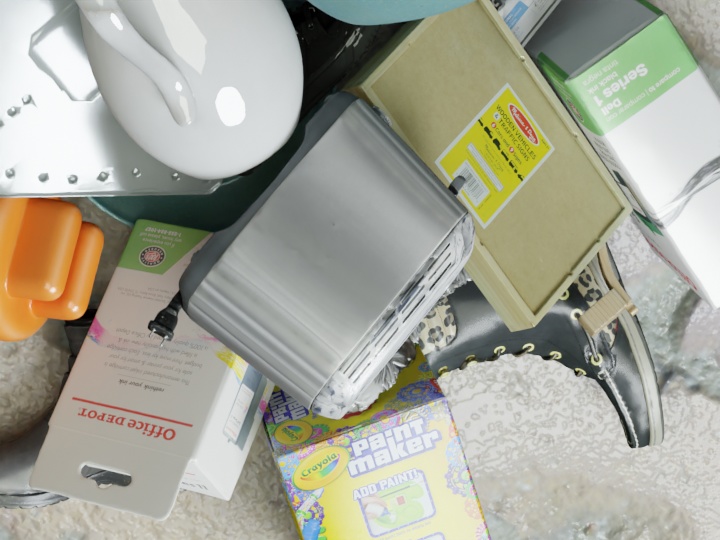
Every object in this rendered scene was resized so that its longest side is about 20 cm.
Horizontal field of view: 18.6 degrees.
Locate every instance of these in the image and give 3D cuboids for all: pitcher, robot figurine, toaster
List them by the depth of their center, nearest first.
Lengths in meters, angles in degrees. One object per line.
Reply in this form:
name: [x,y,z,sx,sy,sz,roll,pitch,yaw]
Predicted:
pitcher: [-0.113,-0.139,1.266,0.120,0.172,0.201,-18,125,16]
toaster: [-0.021,0.000,1.345,0.129,0.114,0.200,39,78,4]
robot figurine: [-0.271,-0.015,1.440,0.198,0.144,0.118,7,112,18]

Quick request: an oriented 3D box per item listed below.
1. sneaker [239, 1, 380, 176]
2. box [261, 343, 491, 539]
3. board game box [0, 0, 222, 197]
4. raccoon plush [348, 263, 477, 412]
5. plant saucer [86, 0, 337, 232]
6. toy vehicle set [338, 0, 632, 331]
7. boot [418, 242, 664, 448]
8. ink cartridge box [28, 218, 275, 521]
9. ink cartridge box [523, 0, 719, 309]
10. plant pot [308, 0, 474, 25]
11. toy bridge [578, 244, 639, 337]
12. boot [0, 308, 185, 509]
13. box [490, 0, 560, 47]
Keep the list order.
sneaker: [-0.077,-0.137,1.438,0.104,0.060,0.200,35,111,-19]
box: [0.010,0.152,1.517,0.121,0.200,0.194,-19,112,-3]
board game box: [-0.172,-0.142,1.356,0.198,0.026,0.201,-2,117,-22]
raccoon plush: [0.000,0.000,1.476,0.097,0.134,0.200,45,67,-14]
plant saucer: [-0.116,-0.122,1.491,0.198,0.036,0.202,-3,108,-9]
toy vehicle set: [0.085,-0.077,1.437,0.124,0.026,0.200,-46,108,-30]
boot: [0.121,0.054,1.569,0.153,0.073,0.205,-23,101,-2]
ink cartridge box: [-0.125,0.075,1.446,0.201,0.116,0.067,-68,152,-21]
ink cartridge box: [0.204,-0.089,1.498,0.084,0.146,0.201,-35,110,2]
plant pot: [0.015,-0.229,1.343,0.199,0.201,0.135,33,122,-18]
toy bridge: [0.125,-0.046,1.516,0.067,0.027,0.200,-40,82,-4]
boot: [-0.203,0.090,1.539,0.198,0.070,0.133,-6,107,-19]
box: [0.043,-0.231,1.468,0.200,0.060,0.117,38,99,-19]
